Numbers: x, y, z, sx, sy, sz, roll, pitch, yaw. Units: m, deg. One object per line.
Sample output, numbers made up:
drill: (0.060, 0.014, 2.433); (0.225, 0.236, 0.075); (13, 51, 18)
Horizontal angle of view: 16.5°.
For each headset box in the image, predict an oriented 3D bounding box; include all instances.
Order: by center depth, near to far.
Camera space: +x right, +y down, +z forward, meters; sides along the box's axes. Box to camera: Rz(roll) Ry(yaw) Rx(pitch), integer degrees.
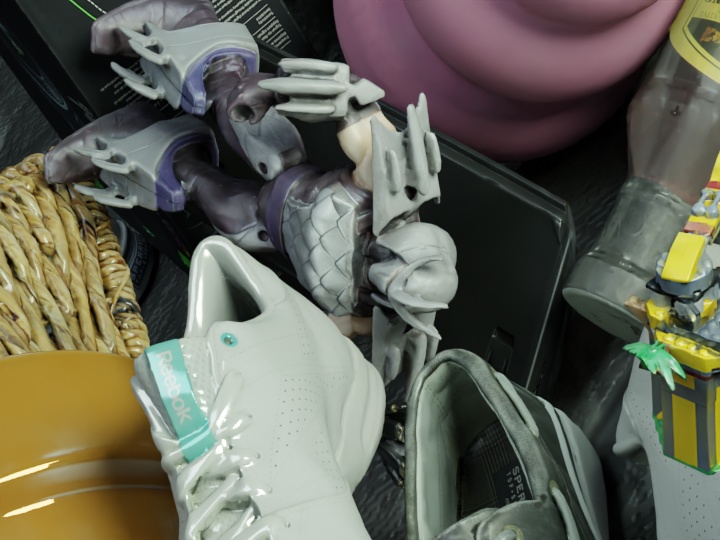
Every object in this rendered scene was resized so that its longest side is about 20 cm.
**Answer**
headset box: (-0.093, -0.097, 1.052); (0.093, 0.201, 0.174); (-39, 30, -9)

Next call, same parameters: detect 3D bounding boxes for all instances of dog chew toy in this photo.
dog chew toy: (0.061, -0.110, 0.874); (0.125, 0.124, 0.200); (-61, 6, -13)

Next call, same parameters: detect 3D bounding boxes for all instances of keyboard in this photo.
keyboard: (0.000, 0.000, 0.918); (0.200, 0.020, 0.128); (32, 114, 41)

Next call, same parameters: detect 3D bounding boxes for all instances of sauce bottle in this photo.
sauce bottle: (0.133, -0.068, 0.836); (0.066, 0.066, 0.201); (11, 70, 57)

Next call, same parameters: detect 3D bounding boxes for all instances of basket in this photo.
basket: (-0.162, 0.072, 0.966); (0.200, 0.143, 0.149); (-43, -5, 29)

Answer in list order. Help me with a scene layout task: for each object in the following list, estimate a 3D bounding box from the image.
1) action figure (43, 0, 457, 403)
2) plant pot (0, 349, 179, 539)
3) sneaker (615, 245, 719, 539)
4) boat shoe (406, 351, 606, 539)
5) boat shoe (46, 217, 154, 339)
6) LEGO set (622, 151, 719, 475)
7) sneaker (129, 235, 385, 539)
action figure: (-0.032, -0.026, 0.883); (0.200, 0.069, 0.131); (34, 124, 43)
plant pot: (-0.090, 0.160, 0.808); (0.200, 0.200, 0.183); (-47, 46, 10)
sneaker: (0.125, 0.078, 0.695); (0.089, 0.075, 0.200); (-61, 26, 20)
boat shoe: (0.043, 0.103, 0.756); (0.072, 0.071, 0.201); (-41, 30, 18)
boat shoe: (-0.195, 0.020, 1.172); (0.201, 0.086, 0.075); (-28, 39, 36)
LEGO set: (0.162, -0.025, 0.617); (0.199, 0.117, 0.153); (-32, 43, -28)
sneaker: (-0.038, 0.062, 0.735); (0.075, 0.089, 0.200); (-28, 28, 13)
